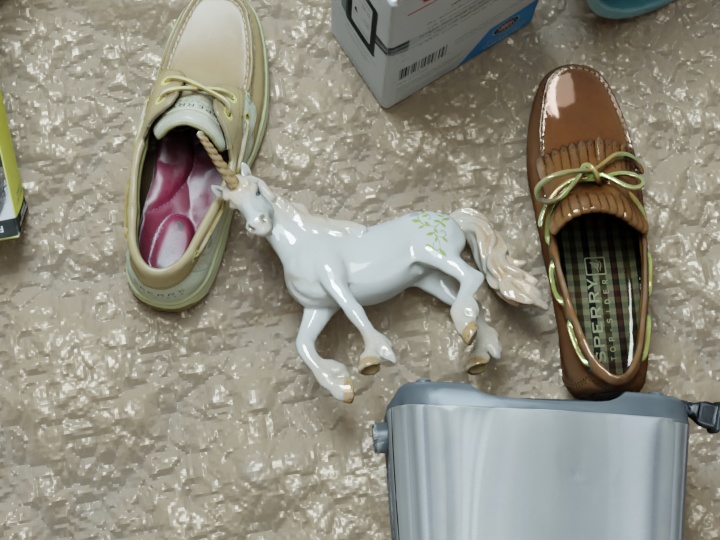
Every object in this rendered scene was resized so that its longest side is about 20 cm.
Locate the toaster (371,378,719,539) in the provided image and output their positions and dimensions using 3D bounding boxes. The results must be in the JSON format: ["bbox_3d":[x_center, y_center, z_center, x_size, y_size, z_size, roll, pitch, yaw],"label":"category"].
[{"bbox_3d":[0.102,0.133,0.872,0.197,0.114,0.131,3,80,-3],"label":"toaster"}]

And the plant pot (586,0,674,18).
[{"bbox_3d":[0.160,-0.292,0.943,0.199,0.201,0.197,-32,72,-9],"label":"plant pot"}]

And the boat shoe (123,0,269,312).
[{"bbox_3d":[-0.096,-0.079,0.938,0.073,0.066,0.203,7,76,0],"label":"boat shoe"}]

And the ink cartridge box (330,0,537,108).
[{"bbox_3d":[0.047,-0.179,0.898,0.115,0.200,0.068,-31,79,-9],"label":"ink cartridge box"}]

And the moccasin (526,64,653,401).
[{"bbox_3d":[0.134,-0.027,0.925,0.073,0.078,0.204,2,72,-1],"label":"moccasin"}]

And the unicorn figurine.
[{"bbox_3d":[0.000,0.000,0.911,0.198,0.074,0.139,-1,56,-33],"label":"unicorn figurine"}]

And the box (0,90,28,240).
[{"bbox_3d":[-0.244,-0.114,0.898,0.074,0.050,0.203,-8,111,-4],"label":"box"}]
